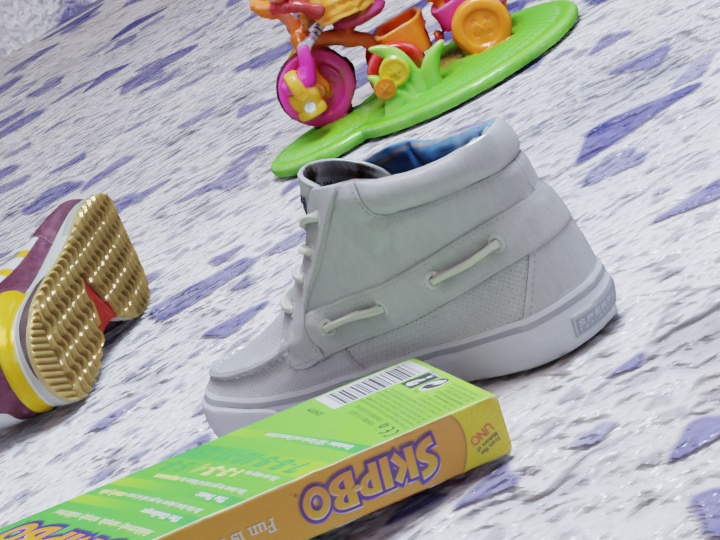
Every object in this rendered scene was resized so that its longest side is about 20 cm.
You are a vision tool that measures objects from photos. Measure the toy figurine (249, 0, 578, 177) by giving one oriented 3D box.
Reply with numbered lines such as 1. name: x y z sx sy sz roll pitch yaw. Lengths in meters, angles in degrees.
1. toy figurine: -0.006 -0.178 1.496 0.200 0.184 0.150 -28 13 8

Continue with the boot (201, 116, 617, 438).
1. boot: 0.000 0.000 1.009 0.200 0.096 0.074 -19 17 38

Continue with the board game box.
1. board game box: -0.054 0.082 0.904 0.200 0.030 0.096 -19 11 -13

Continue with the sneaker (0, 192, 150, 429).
1. sneaker: -0.171 0.021 1.337 0.090 0.075 0.200 -20 14 16
